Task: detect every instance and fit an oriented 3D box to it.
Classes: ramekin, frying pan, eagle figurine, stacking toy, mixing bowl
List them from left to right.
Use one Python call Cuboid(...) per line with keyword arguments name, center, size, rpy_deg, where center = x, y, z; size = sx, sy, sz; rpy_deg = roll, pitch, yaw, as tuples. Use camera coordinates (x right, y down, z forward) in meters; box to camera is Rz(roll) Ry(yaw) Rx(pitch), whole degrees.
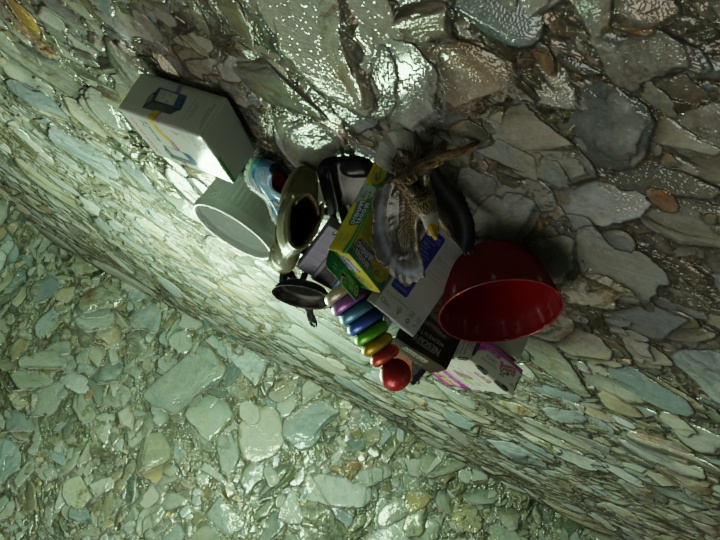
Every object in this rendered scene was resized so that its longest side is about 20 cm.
Cuboid(name="ramekin", center=(-0.249, -0.123, 1.548), size=(0.197, 0.106, 0.201), rpy_deg=(26, 162, 9))
Cuboid(name="frying pan", center=(-0.087, 0.059, 1.341), size=(0.113, 0.032, 0.190), rpy_deg=(-3, 155, 30))
Cuboid(name="stacking toy", center=(0.021, 0.111, 1.221), size=(0.202, 0.084, 0.085), rpy_deg=(60, 162, 6))
Cuboid(name="eagle figurine", center=(0.090, -0.090, 1.047), size=(0.149, 0.153, 0.201), rpy_deg=(12, 150, 16))
Cuboid(name="mixing bowl", center=(0.216, 0.023, 1.161), size=(0.195, 0.110, 0.202), rpy_deg=(-3, 147, -2))

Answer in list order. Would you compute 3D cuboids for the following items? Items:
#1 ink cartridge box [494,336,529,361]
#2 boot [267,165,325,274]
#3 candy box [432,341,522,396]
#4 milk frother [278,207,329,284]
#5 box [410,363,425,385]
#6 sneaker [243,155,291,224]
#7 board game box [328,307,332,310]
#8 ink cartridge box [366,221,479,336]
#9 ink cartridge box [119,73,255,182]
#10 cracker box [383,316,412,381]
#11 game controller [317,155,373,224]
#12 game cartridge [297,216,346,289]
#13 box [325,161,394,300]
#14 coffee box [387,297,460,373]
Cuboid(name="ink cartridge box", center=(0.222, 0.102, 1.447), size=(0.198, 0.089, 0.145), rpy_deg=(32, 161, -11))
Cuboid(name="boot", center=(-0.100, -0.107, 1.232), size=(0.071, 0.204, 0.155), rpy_deg=(18, 160, -12))
Cuboid(name="candy box", center=(0.204, 0.181, 1.442), size=(0.136, 0.062, 0.199), rpy_deg=(40, 159, -27))
Cuboid(name="milk frother", center=(-0.028, -0.007, 1.369), size=(0.186, 0.202, 0.181), rpy_deg=(9, 149, 45))
Cuboid(name="box", center=(0.061, 0.136, 1.661), size=(0.199, 0.104, 0.182), rpy_deg=(39, 173, 42))
Cuboid(name="sneaker", center=(-0.138, -0.136, 1.394), size=(0.089, 0.079, 0.200), rpy_deg=(7, 151, 42))
Cuboid(name="board game box", center=(-0.039, 0.070, 1.424), size=(0.102, 0.020, 0.199), rpy_deg=(24, 180, -24))
Cuboid(name="ink cartridge box", center=(0.105, -0.002, 1.202), size=(0.099, 0.201, 0.039), rpy_deg=(38, 175, -24))
Cuboid(name="ink cartridge box", center=(-0.309, -0.256, 1.303), size=(0.197, 0.088, 0.146), rpy_deg=(23, 161, 24))
Cuboid(name="cracker box", center=(0.073, 0.099, 1.436), size=(0.056, 0.202, 0.136), rpy_deg=(-2, 130, 4))
Cuboid(name="game controller", center=(-0.007, -0.103, 1.233), size=(0.102, 0.042, 0.203), rpy_deg=(-5, 127, 14))
Cuboid(name="game cartridge", center=(0.000, 0.000, 1.268), size=(0.198, 0.039, 0.130), rpy_deg=(28, 128, -16))
Cuboid(name="box", center=(0.022, -0.060, 1.151), size=(0.048, 0.202, 0.118), rpy_deg=(14, 157, 38))
Cuboid(name="coffee box", center=(0.139, 0.066, 1.299), size=(0.113, 0.202, 0.080), rpy_deg=(31, 162, -10))
